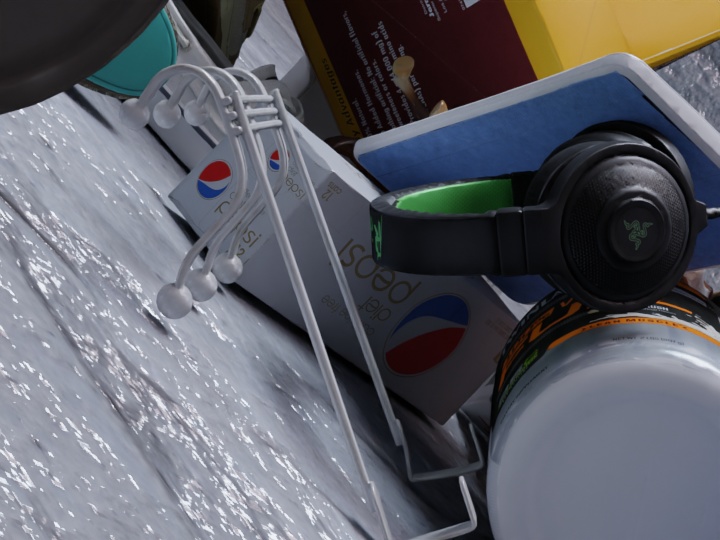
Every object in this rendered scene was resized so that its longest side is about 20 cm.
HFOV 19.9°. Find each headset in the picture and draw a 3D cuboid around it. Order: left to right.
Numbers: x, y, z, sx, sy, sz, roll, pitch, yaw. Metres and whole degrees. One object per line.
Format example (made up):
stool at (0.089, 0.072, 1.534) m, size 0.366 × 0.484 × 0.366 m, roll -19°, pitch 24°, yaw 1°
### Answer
headset at (0.104, -0.009, 0.828) m, size 0.124 × 0.198 × 0.095 m, roll -53°, pitch 138°, yaw -77°

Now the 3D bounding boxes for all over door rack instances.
over door rack at (-0.026, 0.016, 0.800) m, size 0.201 × 0.066 × 0.148 m, roll 60°, pitch 7°, yaw -2°

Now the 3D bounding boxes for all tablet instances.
tablet at (0.096, -0.037, 0.942) m, size 0.130 × 0.014 × 0.199 m, roll 41°, pitch -29°, yaw -23°

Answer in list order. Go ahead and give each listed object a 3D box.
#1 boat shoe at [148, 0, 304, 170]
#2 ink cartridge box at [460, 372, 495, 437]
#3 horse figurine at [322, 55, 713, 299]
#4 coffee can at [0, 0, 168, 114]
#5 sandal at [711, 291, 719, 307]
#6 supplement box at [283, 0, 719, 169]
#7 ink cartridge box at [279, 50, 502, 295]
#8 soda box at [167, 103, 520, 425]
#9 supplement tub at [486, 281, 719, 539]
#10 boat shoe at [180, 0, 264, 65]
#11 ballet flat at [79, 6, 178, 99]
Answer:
boat shoe at (-0.063, -0.078, 1.058) m, size 0.200 × 0.066 × 0.072 m, roll 47°, pitch 7°, yaw 7°
ink cartridge box at (0.127, 0.086, 1.094) m, size 0.116 × 0.068 × 0.200 m, roll 45°, pitch -13°, yaw -6°
horse figurine at (0.081, -0.042, 1.021) m, size 0.199 × 0.050 × 0.133 m, roll 9°, pitch -37°, yaw 24°
coffee can at (-0.157, -0.167, 0.683) m, size 0.200 × 0.146 × 0.146 m, roll 51°, pitch 9°, yaw 37°
sandal at (0.187, 0.046, 1.065) m, size 0.054 × 0.082 × 0.200 m, roll 21°, pitch -9°, yaw 5°
supplement box at (0.064, -0.171, 1.099) m, size 0.200 × 0.132 × 0.198 m, roll -24°, pitch -91°, yaw 57°
ink cartridge box at (0.019, -0.075, 1.268) m, size 0.200 × 0.125 × 0.129 m, roll 44°, pitch 7°, yaw -12°
soda box at (0.000, 0.000, 0.971) m, size 0.064 × 0.068 × 0.200 m, roll 49°, pitch 8°, yaw 38°
supplement tub at (0.115, 0.070, 0.879) m, size 0.123 × 0.123 × 0.200 m, roll 45°, pitch 11°, yaw -5°
boat shoe at (-0.082, -0.154, 1.143) m, size 0.074 × 0.066 × 0.200 m, roll 44°, pitch -17°, yaw 1°
ballet flat at (-0.163, -0.149, 0.919) m, size 0.200 × 0.068 × 0.075 m, roll 36°, pitch -4°, yaw -42°
